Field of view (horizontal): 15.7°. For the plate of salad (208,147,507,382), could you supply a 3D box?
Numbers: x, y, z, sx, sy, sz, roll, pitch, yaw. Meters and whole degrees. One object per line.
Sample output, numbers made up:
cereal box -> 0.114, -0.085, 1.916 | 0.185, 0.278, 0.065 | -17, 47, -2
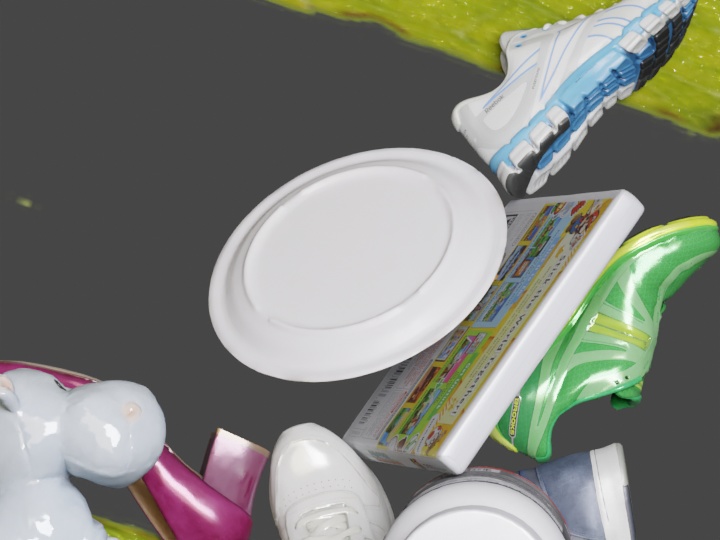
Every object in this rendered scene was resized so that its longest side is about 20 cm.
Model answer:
plate of salad -> 0.000, 0.000, 1.662 | 0.199, 0.048, 0.201 | -13, 44, 13

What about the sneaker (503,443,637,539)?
sneaker -> 0.111, 0.221, 1.644 | 0.145, 0.077, 0.204 | -10, 87, 3

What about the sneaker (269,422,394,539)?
sneaker -> -0.004, 0.187, 1.628 | 0.074, 0.100, 0.201 | -18, 78, -5

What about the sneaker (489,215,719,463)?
sneaker -> 0.162, 0.045, 1.686 | 0.200, 0.074, 0.084 | -44, 81, -2

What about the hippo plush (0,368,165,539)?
hippo plush -> -0.189, 0.144, 1.594 | 0.199, 0.159, 0.162 | 0, 78, 2

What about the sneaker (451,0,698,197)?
sneaker -> 0.140, -0.144, 1.726 | 0.200, 0.075, 0.087 | -42, 67, -17

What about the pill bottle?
pill bottle -> 0.067, 0.177, 1.509 | 0.115, 0.200, 0.117 | 0, 90, 5

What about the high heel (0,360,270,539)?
high heel -> -0.161, 0.125, 1.649 | 0.199, 0.067, 0.097 | 20, 76, 2

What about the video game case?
video game case -> 0.079, 0.037, 1.626 | 0.023, 0.182, 0.200 | 39, 78, -14
